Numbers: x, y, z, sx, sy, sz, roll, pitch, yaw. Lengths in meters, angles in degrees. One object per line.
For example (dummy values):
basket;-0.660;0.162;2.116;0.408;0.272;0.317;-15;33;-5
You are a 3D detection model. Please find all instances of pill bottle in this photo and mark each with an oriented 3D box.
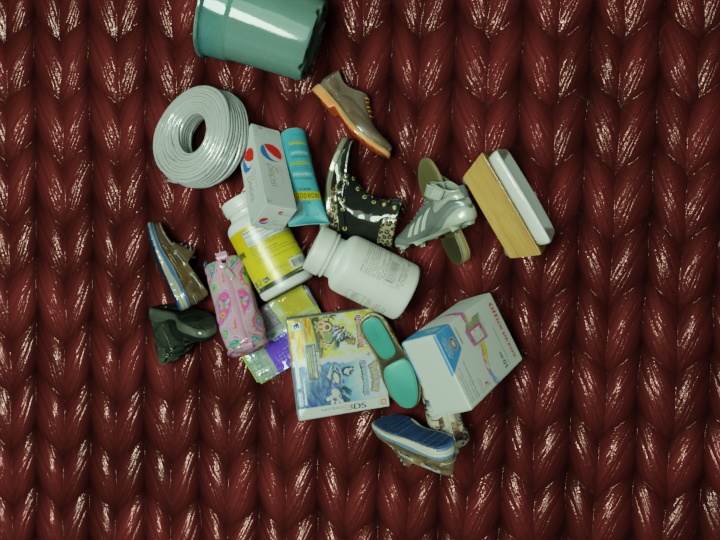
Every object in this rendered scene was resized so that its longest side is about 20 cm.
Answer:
pill bottle;-0.184;-0.051;1.146;0.112;0.112;0.200;-28;90;8
pill bottle;0.000;0.000;1.109;0.200;0.114;0.114;26;97;-8

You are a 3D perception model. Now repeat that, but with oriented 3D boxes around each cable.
cable;-0.309;-0.258;1.139;0.200;0.069;0.200;15;90;31

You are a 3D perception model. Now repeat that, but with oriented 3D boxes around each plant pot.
plant pot;-0.174;-0.454;1.087;0.196;0.200;0.201;21;96;-3

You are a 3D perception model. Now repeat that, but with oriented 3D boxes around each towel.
towel;-0.157;0.129;1.192;0.200;0.023;0.144;-28;99;8

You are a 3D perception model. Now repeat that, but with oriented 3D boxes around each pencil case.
pencil case;0.154;0.247;1.137;0.078;0.089;0.200;-13;93;8
pencil case;-0.242;0.065;1.147;0.087;0.087;0.200;-21;73;8

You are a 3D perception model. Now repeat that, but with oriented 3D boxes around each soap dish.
soap dish;0.269;-0.120;1.072;0.081;0.157;0.200;-30;90;24

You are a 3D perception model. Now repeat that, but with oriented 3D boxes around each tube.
tube;-0.114;-0.174;1.124;0.077;0.050;0.200;-6;69;-15

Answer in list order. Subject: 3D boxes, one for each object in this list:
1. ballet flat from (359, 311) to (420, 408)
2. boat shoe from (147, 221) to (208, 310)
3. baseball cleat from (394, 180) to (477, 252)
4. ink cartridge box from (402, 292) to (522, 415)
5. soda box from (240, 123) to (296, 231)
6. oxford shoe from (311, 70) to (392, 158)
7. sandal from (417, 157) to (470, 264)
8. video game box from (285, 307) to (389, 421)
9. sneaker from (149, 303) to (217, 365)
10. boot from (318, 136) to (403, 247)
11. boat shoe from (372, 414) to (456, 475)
ballet flat;0.060;0.163;1.121;0.070;0.065;0.200;-22;100;7
boat shoe;-0.368;-0.016;1.194;0.072;0.072;0.200;-22;75;-23
baseball cleat;0.128;-0.104;1.091;0.200;0.070;0.107;-20;89;47
ink cartridge box;0.188;0.145;1.067;0.085;0.200;0.145;-25;92;44
soda box;-0.176;-0.175;1.104;0.068;0.064;0.200;-46;48;41
oxford shoe;-0.002;-0.299;1.130;0.073;0.071;0.200;-44;88;3
sandal;0.177;-0.121;1.133;0.070;0.078;0.212;-24;99;-23
video game box;-0.044;0.179;1.156;0.182;0.047;0.200;-8;93;-12
sneaker;-0.346;0.134;1.170;0.199;0.076;0.114;7;105;40
boot;0.008;-0.144;1.136;0.150;0.073;0.200;13;99;7
boat shoe;0.095;0.330;1.109;0.072;0.200;0.073;-19;106;-33
